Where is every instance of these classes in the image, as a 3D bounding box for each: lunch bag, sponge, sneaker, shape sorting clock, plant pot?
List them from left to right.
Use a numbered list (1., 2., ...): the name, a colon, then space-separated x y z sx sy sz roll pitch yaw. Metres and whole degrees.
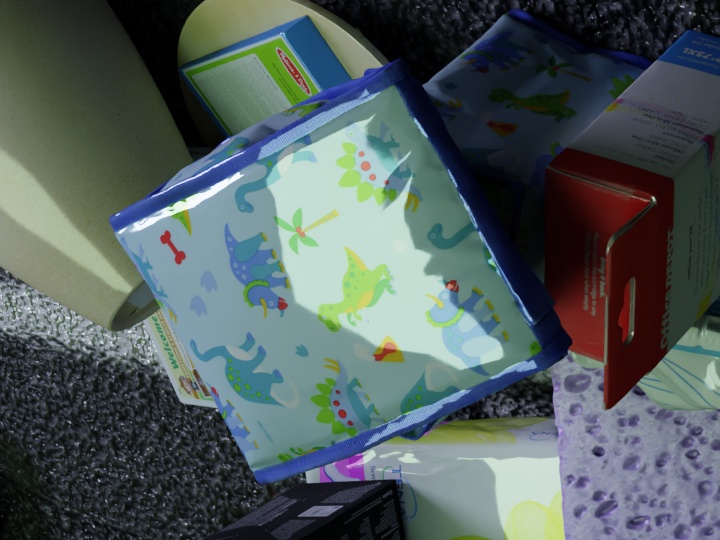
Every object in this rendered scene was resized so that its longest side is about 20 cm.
1. plant pot: -0.186 -0.064 1.614 0.200 0.187 0.187 49 139 11
2. shape sorting clock: -0.031 -0.091 1.594 0.200 0.039 0.200 31 147 23
3. lunch bag: -0.002 -0.004 1.316 0.200 0.127 0.170 -23 101 49
4. lunch bag: 0.072 -0.022 1.461 0.127 0.170 0.200 24 131 25
5. sponge: 0.175 0.129 1.531 0.111 0.030 0.200 -1 103 16
6. sneaker: 0.211 0.051 1.459 0.200 0.075 0.087 21 136 5

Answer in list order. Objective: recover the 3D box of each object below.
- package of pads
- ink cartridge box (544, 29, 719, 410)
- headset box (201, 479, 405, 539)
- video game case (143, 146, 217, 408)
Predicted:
1. package of pads: 0.066 0.170 1.640 0.200 0.068 0.155 -2 100 27
2. ink cartridge box: 0.155 -0.029 1.368 0.067 0.200 0.116 20 131 28
3. headset box: -0.024 0.243 1.578 0.077 0.149 0.200 -4 100 28
4. video game case: -0.099 0.008 1.719 0.182 0.022 0.200 4 123 50
